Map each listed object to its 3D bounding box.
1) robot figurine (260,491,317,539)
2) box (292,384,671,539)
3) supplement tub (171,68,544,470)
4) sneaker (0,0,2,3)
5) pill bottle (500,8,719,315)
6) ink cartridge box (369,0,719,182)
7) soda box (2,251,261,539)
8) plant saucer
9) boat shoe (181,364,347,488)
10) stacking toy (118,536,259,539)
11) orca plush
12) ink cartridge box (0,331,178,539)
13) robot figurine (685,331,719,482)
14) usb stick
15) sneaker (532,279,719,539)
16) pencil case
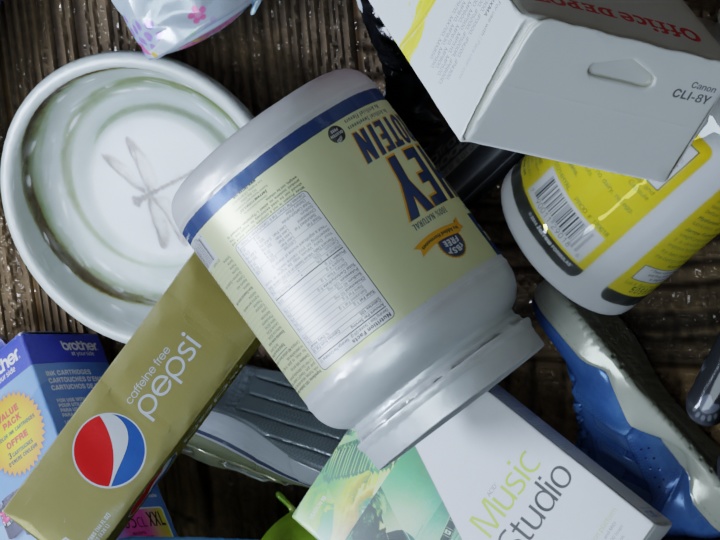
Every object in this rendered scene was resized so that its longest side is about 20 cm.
[{"bbox_3d":[-0.010,0.240,1.612,0.175,0.116,0.201,5,113,31],"label":"robot figurine"},{"bbox_3d":[0.070,0.151,1.494,0.200,0.036,0.145,38,101,26],"label":"box"},{"bbox_3d":[0.000,0.000,1.433,0.145,0.145,0.200,-40,84,29],"label":"supplement tub"},{"bbox_3d":[-0.260,-0.115,1.580,0.109,0.070,0.200,51,126,0],"label":"sneaker"},{"bbox_3d":[0.183,-0.074,1.411,0.111,0.111,0.200,46,119,-3],"label":"pill bottle"},{"bbox_3d":[0.090,-0.146,1.341,0.144,0.200,0.084,9,123,-32],"label":"ink cartridge box"},{"bbox_3d":[-0.132,0.086,1.510,0.064,0.068,0.200,36,87,3],"label":"soda box"},{"bbox_3d":[-0.131,-0.050,1.572,0.199,0.050,0.201,8,115,17],"label":"plant saucer"},{"bbox_3d":[-0.062,0.104,1.611,0.199,0.072,0.062,21,142,15],"label":"boat shoe"},{"bbox_3d":[-0.125,0.247,1.589,0.115,0.110,0.200,3,160,-16],"label":"stacking toy"},{"bbox_3d":[0.011,-0.168,1.458,0.105,0.071,0.201,17,117,13],"label":"orca plush"},{"bbox_3d":[-0.217,0.131,1.632,0.136,0.076,0.201,-38,63,32],"label":"ink cartridge box"},{"bbox_3d":[0.284,0.090,1.432,0.125,0.150,0.201,45,120,49],"label":"robot figurine"},{"bbox_3d":[0.061,-0.063,1.498,0.033,0.056,0.200,21,128,-38],"label":"usb stick"},{"bbox_3d":[0.145,0.106,1.520,0.111,0.077,0.200,-36,103,19],"label":"sneaker"},{"bbox_3d":[-0.139,-0.228,1.483,0.090,0.083,0.201,-31,99,-3],"label":"pencil case"}]
